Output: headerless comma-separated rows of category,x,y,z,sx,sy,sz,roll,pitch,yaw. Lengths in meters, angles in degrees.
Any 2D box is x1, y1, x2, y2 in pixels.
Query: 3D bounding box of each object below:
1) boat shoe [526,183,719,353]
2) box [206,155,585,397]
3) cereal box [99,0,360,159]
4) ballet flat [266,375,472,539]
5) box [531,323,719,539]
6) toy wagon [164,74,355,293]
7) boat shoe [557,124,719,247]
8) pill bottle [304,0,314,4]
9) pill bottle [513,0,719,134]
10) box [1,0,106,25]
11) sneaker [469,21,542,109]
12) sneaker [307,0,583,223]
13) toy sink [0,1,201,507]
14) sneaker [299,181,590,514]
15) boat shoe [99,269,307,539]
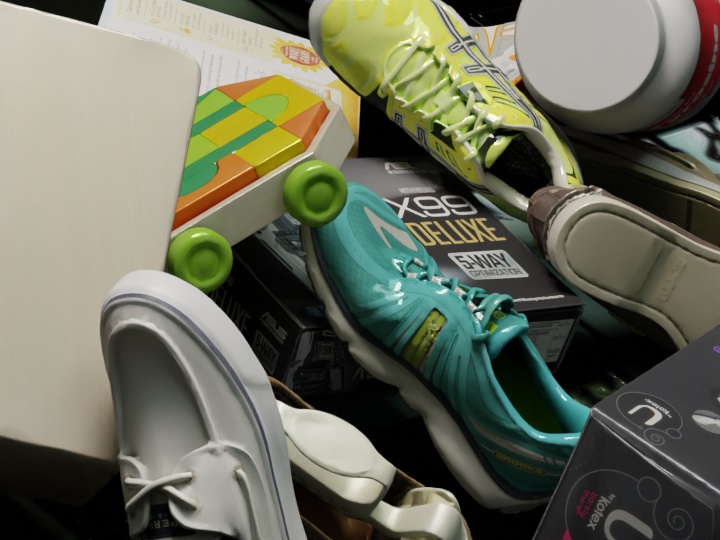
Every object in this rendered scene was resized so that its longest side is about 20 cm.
boat shoe,0.178,0.010,1.642,0.199,0.072,0.060,29,7,-28
box,0.000,0.000,1.587,0.199,0.050,0.158,-3,37,-37
cereal box,-0.099,-0.110,1.718,0.199,0.040,0.144,16,31,-8
ballet flat,0.000,0.105,1.318,0.200,0.072,0.068,40,57,-23
box,0.180,0.112,1.441,0.106,0.123,0.200,33,31,21
toy wagon,-0.100,-0.033,1.476,0.199,0.040,0.155,-31,27,-14
boat shoe,0.195,-0.039,1.757,0.199,0.075,0.068,29,35,16
pill bottle,-0.035,-0.236,1.904,0.199,0.109,0.109,23,29,5
pill bottle,0.155,-0.138,1.727,0.112,0.113,0.200,28,11,13
box,-0.249,-0.136,1.498,0.196,0.201,0.117,28,29,13
sneaker,0.078,-0.137,1.853,0.092,0.076,0.200,24,27,15
sneaker,0.057,-0.099,1.643,0.200,0.076,0.076,35,6,-19
toy sink,-0.163,-0.007,1.334,0.130,0.112,0.201,13,73,-13
sneaker,0.050,0.029,1.469,0.200,0.080,0.077,49,47,1
boat shoe,-0.073,0.100,1.250,0.072,0.201,0.066,-1,27,28
